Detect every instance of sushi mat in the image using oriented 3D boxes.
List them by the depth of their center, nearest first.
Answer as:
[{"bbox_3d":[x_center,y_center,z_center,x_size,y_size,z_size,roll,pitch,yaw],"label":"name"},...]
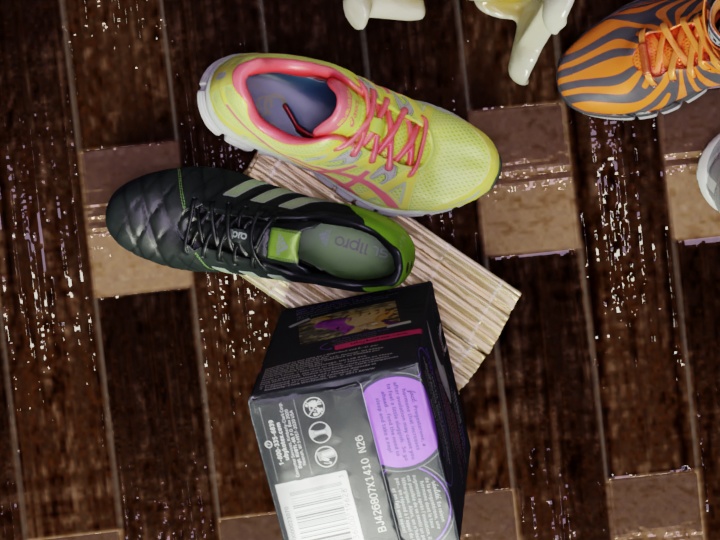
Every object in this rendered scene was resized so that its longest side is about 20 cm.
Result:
[{"bbox_3d":[0.000,0.000,1.737,0.200,0.012,0.096,34,94,-4],"label":"sushi mat"}]

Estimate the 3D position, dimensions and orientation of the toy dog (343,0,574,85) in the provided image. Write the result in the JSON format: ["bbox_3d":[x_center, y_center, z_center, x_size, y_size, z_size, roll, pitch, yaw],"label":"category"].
[{"bbox_3d":[0.050,-0.236,1.656,0.199,0.140,0.195,22,82,-4],"label":"toy dog"}]

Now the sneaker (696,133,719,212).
[{"bbox_3d":[0.307,-0.084,1.673,0.200,0.116,0.075,-35,105,12],"label":"sneaker"}]

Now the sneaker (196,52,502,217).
[{"bbox_3d":[-0.004,-0.087,1.682,0.199,0.090,0.078,15,81,-8],"label":"sneaker"}]

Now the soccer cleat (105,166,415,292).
[{"bbox_3d":[-0.063,-0.025,1.686,0.199,0.081,0.068,9,96,-1],"label":"soccer cleat"}]

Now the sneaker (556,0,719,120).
[{"bbox_3d":[0.208,-0.147,1.662,0.199,0.112,0.078,-17,85,17],"label":"sneaker"}]

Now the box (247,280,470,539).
[{"bbox_3d":[0.003,0.095,1.643,0.106,0.200,0.123,-11,102,7],"label":"box"}]
